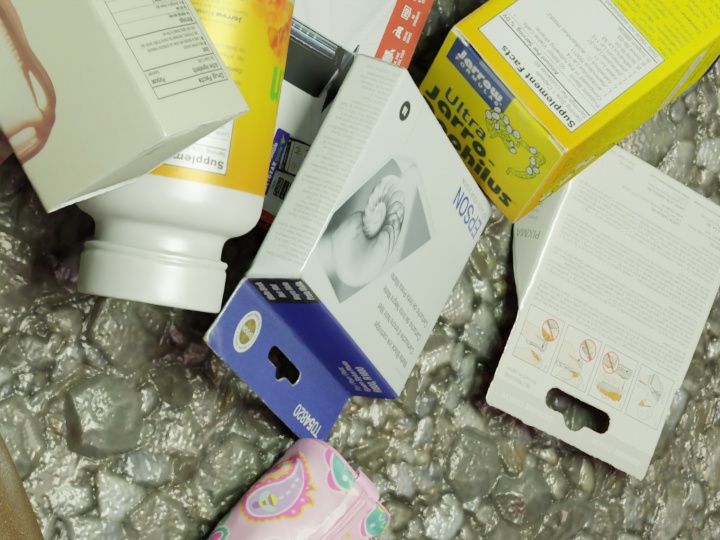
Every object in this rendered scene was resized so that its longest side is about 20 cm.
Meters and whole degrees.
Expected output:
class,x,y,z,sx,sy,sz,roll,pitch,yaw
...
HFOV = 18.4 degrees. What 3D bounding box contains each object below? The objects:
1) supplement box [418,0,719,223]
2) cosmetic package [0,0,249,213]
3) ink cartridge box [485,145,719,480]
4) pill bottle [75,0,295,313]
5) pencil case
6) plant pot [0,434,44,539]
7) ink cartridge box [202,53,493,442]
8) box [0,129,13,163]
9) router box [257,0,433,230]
class,x,y,z,sx,sy,sz,roll,pitch,yaw
supplement box,0.148,-0.143,1.450,0.200,0.110,0.109,-37,80,-26
cosmetic package,-0.155,-0.143,1.136,0.201,0.087,0.103,61,24,2
ink cartridge box,0.166,0.022,1.537,0.160,0.050,0.201,27,82,-32
pill bottle,-0.103,-0.081,1.249,0.110,0.111,0.202,10,89,-33
pencil case,-0.069,0.198,1.368,0.200,0.087,0.088,-47,116,-23
plant pot,-0.258,0.092,1.102,0.186,0.186,0.202,-20,109,-31
ink cartridge box,0.000,0.000,1.372,0.201,0.040,0.200,-62,152,-13
box,-0.266,-0.139,1.203,0.095,0.099,0.201,-45,116,-22
router box,-0.059,-0.140,1.371,0.179,0.049,0.201,27,78,-32
